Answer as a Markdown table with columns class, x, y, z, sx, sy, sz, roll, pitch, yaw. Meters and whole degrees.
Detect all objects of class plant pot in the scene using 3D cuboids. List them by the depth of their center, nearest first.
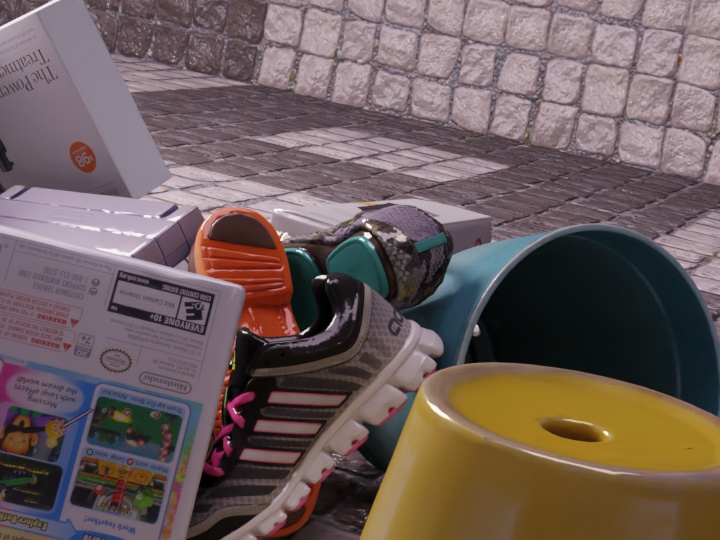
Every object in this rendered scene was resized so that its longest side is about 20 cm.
| class | x | y | z | sx | sy | sz | roll | pitch | yaw |
| --- | --- | --- | --- | --- | --- | --- | --- | --- | --- |
| plant pot | 0.069 | 0.144 | 0.607 | 0.200 | 0.190 | 0.201 | 9 | 11 | -2 |
| plant pot | 0.085 | 0.074 | 0.971 | 0.199 | 0.201 | 0.188 | 2 | -1 | -32 |

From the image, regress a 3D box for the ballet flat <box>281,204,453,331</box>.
| class | x | y | z | sx | sy | sz | roll | pitch | yaw |
| --- | --- | --- | --- | --- | --- | --- | --- | --- | --- |
| ballet flat | 0.000 | 0.000 | 0.953 | 0.072 | 0.072 | 0.200 | 4 | -8 | -24 |

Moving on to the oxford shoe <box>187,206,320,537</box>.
| class | x | y | z | sx | sy | sz | roll | pitch | yaw |
| --- | --- | --- | --- | --- | --- | --- | --- | --- | --- |
| oxford shoe | -0.066 | 0.066 | 0.953 | 0.071 | 0.201 | 0.073 | 1 | -24 | -22 |

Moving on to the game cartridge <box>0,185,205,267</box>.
| class | x | y | z | sx | sy | sz | roll | pitch | yaw |
| --- | --- | --- | --- | --- | --- | --- | --- | --- | --- |
| game cartridge | -0.208 | -0.006 | 1.027 | 0.199 | 0.039 | 0.130 | 8 | 42 | 42 |

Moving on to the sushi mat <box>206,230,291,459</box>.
| class | x | y | z | sx | sy | sz | roll | pitch | yaw |
| --- | --- | --- | --- | --- | --- | --- | --- | --- | --- |
| sushi mat | -0.069 | 0.054 | 1.024 | 0.095 | 0.012 | 0.200 | 15 | 55 | 31 |

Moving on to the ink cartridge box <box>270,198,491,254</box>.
| class | x | y | z | sx | sy | sz | roll | pitch | yaw |
| --- | --- | --- | --- | --- | --- | --- | --- | --- | --- |
| ink cartridge box | 0.008 | 0.027 | 1.182 | 0.085 | 0.148 | 0.200 | 17 | 13 | 28 |

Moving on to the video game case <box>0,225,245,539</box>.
| class | x | y | z | sx | sy | sz | roll | pitch | yaw |
| --- | --- | --- | --- | --- | --- | --- | --- | --- | --- |
| video game case | -0.173 | 0.070 | 0.781 | 0.199 | 0.183 | 0.024 | 14 | -21 | -4 |

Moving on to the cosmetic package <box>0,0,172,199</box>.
| class | x | y | z | sx | sy | sz | roll | pitch | yaw |
| --- | --- | --- | --- | --- | --- | --- | --- | --- | --- |
| cosmetic package | -0.250 | -0.104 | 1.177 | 0.199 | 0.151 | 0.052 | -15 | 19 | 41 |

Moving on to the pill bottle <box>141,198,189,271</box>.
| class | x | y | z | sx | sy | sz | roll | pitch | yaw |
| --- | --- | --- | --- | --- | --- | --- | --- | --- | --- |
| pill bottle | -0.169 | 0.023 | 1.129 | 0.119 | 0.120 | 0.200 | 9 | 12 | -5 |

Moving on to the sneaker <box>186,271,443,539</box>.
| class | x | y | z | sx | sy | sz | roll | pitch | yaw |
| --- | --- | --- | --- | --- | --- | --- | --- | --- | --- |
| sneaker | -0.052 | 0.077 | 0.841 | 0.088 | 0.200 | 0.074 | 49 | -11 | -10 |
